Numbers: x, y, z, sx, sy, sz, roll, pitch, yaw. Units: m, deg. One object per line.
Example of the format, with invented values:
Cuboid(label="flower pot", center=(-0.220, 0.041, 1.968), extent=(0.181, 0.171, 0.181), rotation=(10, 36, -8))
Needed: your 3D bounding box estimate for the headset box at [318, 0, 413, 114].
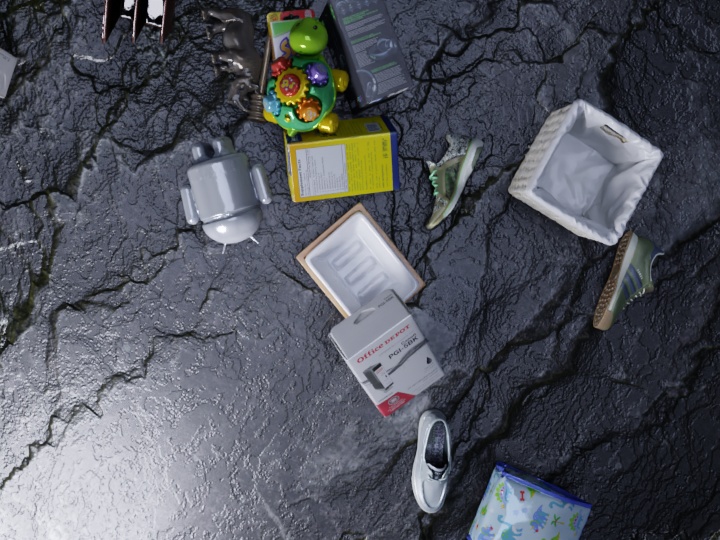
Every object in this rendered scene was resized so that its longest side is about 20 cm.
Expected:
Cuboid(label="headset box", center=(0.004, -0.397, 1.505), extent=(0.092, 0.174, 0.203), rotation=(-21, 97, -7))

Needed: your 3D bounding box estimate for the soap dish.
Cuboid(label="soap dish", center=(0.000, 0.000, 1.581), extent=(0.157, 0.081, 0.201), rotation=(-40, 98, -3))

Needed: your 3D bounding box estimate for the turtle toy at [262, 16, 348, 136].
Cuboid(label="turtle toy", center=(-0.101, -0.332, 1.463), extent=(0.144, 0.101, 0.203), rotation=(13, 91, 18))

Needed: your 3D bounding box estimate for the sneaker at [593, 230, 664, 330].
Cuboid(label="sneaker", center=(0.532, 0.031, 1.657), extent=(0.089, 0.067, 0.203), rotation=(20, 88, -3))

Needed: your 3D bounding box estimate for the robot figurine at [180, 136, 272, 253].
Cuboid(label="robot figurine", center=(-0.243, -0.136, 1.523), extent=(0.167, 0.113, 0.203), rotation=(-14, 96, 14))

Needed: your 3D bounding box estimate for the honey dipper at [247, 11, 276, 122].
Cuboid(label="honey dipper", center=(-0.177, -0.375, 1.555), extent=(0.037, 0.038, 0.203), rotation=(8, 90, -8))

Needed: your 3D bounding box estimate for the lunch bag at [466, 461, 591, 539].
Cuboid(label="lunch bag", center=(0.329, 0.491, 1.637), extent=(0.198, 0.127, 0.172), rotation=(22, 91, 1))

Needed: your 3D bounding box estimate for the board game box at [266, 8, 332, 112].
Cuboid(label="board game box", center=(-0.111, -0.375, 1.554), extent=(0.094, 0.030, 0.203), rotation=(-11, 96, -19))

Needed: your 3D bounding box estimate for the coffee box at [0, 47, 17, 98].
Cuboid(label="coffee box", center=(-0.710, -0.373, 1.447), extent=(0.197, 0.113, 0.081), rotation=(20, 91, -7))

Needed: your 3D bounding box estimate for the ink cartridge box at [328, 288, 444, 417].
Cuboid(label="ink cartridge box", center=(0.051, 0.154, 1.548), extent=(0.146, 0.083, 0.201), rotation=(-35, 134, -3))

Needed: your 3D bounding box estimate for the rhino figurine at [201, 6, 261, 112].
Cuboid(label="rhino figurine", center=(-0.223, -0.381, 1.520), extent=(0.086, 0.060, 0.203), rotation=(-13, 82, -6))

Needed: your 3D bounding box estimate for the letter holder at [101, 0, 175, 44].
Cuboid(label="letter holder", center=(-0.367, -0.484, 1.423), extent=(0.099, 0.143, 0.202), rotation=(13, 128, -8))

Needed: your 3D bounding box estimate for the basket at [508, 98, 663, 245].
Cuboid(label="basket", center=(0.412, -0.179, 1.581), extent=(0.197, 0.161, 0.202), rotation=(29, 89, -8))

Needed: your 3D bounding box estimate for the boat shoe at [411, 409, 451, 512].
Cuboid(label="boat shoe", center=(0.139, 0.373, 1.630), extent=(0.069, 0.072, 0.204), rotation=(1, 94, -7))

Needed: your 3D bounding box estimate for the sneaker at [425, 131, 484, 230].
Cuboid(label="sneaker", center=(0.158, -0.172, 1.602), extent=(0.088, 0.077, 0.202), rotation=(26, 85, 5))

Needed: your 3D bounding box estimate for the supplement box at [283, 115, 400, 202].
Cuboid(label="supplement box", center=(-0.035, -0.204, 1.534), extent=(0.197, 0.110, 0.110), rotation=(-7, 116, -7))
